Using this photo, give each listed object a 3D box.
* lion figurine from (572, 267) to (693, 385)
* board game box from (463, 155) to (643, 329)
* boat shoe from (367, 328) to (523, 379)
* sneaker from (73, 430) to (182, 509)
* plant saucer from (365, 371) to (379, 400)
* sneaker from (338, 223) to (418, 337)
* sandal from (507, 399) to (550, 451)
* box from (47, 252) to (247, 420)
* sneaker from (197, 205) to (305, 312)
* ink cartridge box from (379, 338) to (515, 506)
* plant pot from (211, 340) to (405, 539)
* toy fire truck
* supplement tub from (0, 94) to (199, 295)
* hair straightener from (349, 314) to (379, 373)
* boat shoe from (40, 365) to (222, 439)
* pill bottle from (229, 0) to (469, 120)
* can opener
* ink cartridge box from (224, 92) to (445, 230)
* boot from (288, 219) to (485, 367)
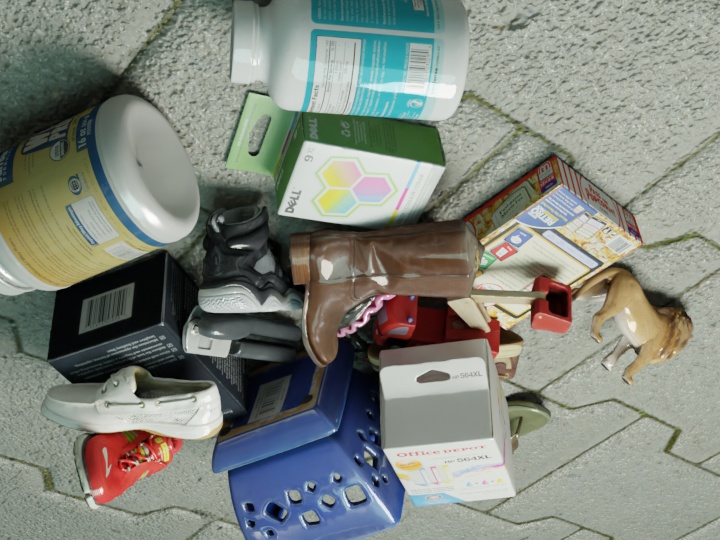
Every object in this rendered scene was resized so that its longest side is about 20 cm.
[{"bbox_3d":[0.325,0.054,1.295,0.123,0.072,0.200,-46,127,-6],"label":"lion figurine"},{"bbox_3d":[0.189,-0.024,1.208,0.151,0.046,0.200,30,128,-35],"label":"board game box"},{"bbox_3d":[0.104,0.116,1.317,0.199,0.072,0.072,-4,112,-22],"label":"boat shoe"},{"bbox_3d":[-0.249,0.199,1.179,0.085,0.200,0.077,-15,94,10],"label":"sneaker"},{"bbox_3d":[0.055,0.200,1.469,0.199,0.032,0.201,-4,140,-4],"label":"plant saucer"},{"bbox_3d":[0.000,0.000,1.199,0.200,0.079,0.095,-34,125,27],"label":"sneaker"},{"bbox_3d":[0.187,0.242,1.512,0.080,0.057,0.201,29,129,-34],"label":"sandal"},{"bbox_3d":[-0.240,0.095,1.252,0.148,0.107,0.200,-18,137,14],"label":"box"},{"bbox_3d":[-0.110,-0.012,1.166,0.075,0.114,0.200,-2,178,20],"label":"sneaker"},{"bbox_3d":[0.099,0.173,1.241,0.128,0.126,0.200,-9,146,12],"label":"ink cartridge box"},{"bbox_3d":[-0.064,0.213,1.331,0.199,0.200,0.180,-21,116,19],"label":"plant pot"},{"bbox_3d":[0.123,0.051,1.214,0.199,0.049,0.141,10,148,-7],"label":"toy fire truck"},{"bbox_3d":[-0.271,-0.066,1.029,0.199,0.145,0.145,-21,137,17],"label":"supplement tub"},{"bbox_3d":[0.054,0.111,1.355,0.077,0.041,0.200,-50,117,-10],"label":"hair straightener"},{"bbox_3d":[-0.248,0.134,1.171,0.199,0.071,0.070,3,113,2],"label":"boat shoe"},{"bbox_3d":[-0.013,-0.192,0.940,0.199,0.111,0.111,3,139,-10],"label":"pill bottle"},{"bbox_3d":[-0.123,0.078,1.223,0.067,0.054,0.200,12,178,34],"label":"can opener"},{"bbox_3d":[-0.027,-0.104,1.079,0.199,0.059,0.104,9,137,-17],"label":"ink cartridge box"},{"bbox_3d":[0.035,0.027,1.141,0.199,0.064,0.187,-4,132,5],"label":"boot"}]
